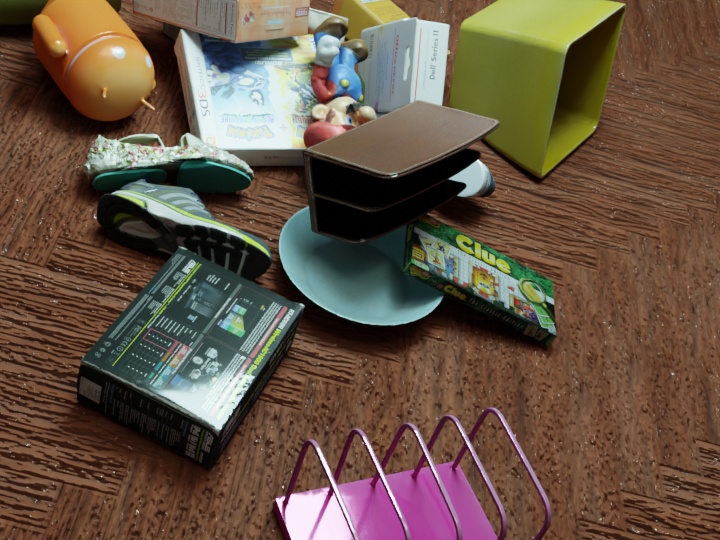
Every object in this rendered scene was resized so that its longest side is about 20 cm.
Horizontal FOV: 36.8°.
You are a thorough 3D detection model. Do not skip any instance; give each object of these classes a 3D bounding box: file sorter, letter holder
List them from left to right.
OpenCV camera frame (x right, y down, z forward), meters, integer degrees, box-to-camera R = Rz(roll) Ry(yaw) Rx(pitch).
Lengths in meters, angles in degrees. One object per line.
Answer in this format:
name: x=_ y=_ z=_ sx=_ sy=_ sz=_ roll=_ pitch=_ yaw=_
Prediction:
letter holder: x=0.056 y=-0.109 z=1.235 sx=0.141 sy=0.101 sz=0.199 roll=19 pitch=35 yaw=39
file sorter: x=0.047 y=0.214 z=0.968 sx=0.198 sy=0.126 sz=0.140 roll=-6 pitch=48 yaw=-27

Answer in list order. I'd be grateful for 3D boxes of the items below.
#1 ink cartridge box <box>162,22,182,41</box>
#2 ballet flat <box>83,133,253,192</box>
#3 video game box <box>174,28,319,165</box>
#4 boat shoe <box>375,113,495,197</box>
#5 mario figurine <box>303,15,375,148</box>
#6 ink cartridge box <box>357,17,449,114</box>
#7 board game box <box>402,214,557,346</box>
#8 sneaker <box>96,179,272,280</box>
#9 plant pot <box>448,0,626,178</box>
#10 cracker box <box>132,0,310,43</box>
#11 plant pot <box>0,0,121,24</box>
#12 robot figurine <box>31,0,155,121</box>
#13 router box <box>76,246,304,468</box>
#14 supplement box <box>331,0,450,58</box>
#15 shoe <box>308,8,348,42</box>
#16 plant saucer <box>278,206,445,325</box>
ink cartridge box: x=-0.150 y=-0.328 z=1.532 sx=0.199 sy=0.044 sz=0.173 roll=37 pitch=45 yaw=18
ballet flat: x=-0.223 y=-0.131 z=1.265 sx=0.198 sy=0.076 sz=0.064 roll=0 pitch=63 yaw=-23
video game box: x=-0.127 y=-0.221 z=1.388 sx=0.198 sy=0.047 sz=0.184 roll=-3 pitch=67 yaw=-24
boat shoe: x=0.087 y=-0.146 z=1.418 sx=0.199 sy=0.072 sz=0.068 roll=24 pitch=6 yaw=25
mario figurine: x=-0.009 y=-0.219 z=1.347 sx=0.122 sy=0.106 sz=0.202 roll=10 pitch=60 yaw=-20
ink cartridge box: x=0.059 y=-0.262 z=1.416 sx=0.067 sy=0.118 sz=0.200 roll=3 pitch=6 yaw=-20
board game box: x=0.141 y=0.007 z=1.265 sx=0.199 sy=0.024 sz=0.105 roll=26 pitch=35 yaw=-15
sneaker: x=-0.187 y=-0.053 z=1.205 sx=0.199 sy=0.074 sz=0.081 roll=24 pitch=38 yaw=2
plant pot: x=0.239 y=-0.283 z=1.536 sx=0.175 sy=0.201 sz=0.200 roll=26 pitch=40 yaw=25
cracker box: x=-0.181 y=-0.347 z=1.406 sx=0.199 sy=0.058 sz=0.133 roll=23 pitch=28 yaw=33
plant pot: x=-0.441 y=-0.396 z=1.410 sx=0.199 sy=0.188 sz=0.187 roll=-25 pitch=56 yaw=-20
robot figurine: x=-0.328 y=-0.264 z=1.339 sx=0.116 sy=0.144 sz=0.200 roll=-30 pitch=58 yaw=-16
router box: x=-0.164 y=0.080 z=1.075 sx=0.149 sy=0.062 sz=0.200 roll=25 pitch=41 yaw=7
supplement box: x=0.041 y=-0.347 z=1.610 sx=0.068 sy=0.067 sz=0.200 roll=-17 pitch=54 yaw=-38
shoe: x=-0.109 y=-0.373 z=1.554 sx=0.199 sy=0.054 sz=0.070 roll=20 pitch=20 yaw=-20
plant saucer: x=0.000 y=0.000 z=1.244 sx=0.199 sy=0.039 sz=0.202 roll=11 pitch=42 yaw=-10
